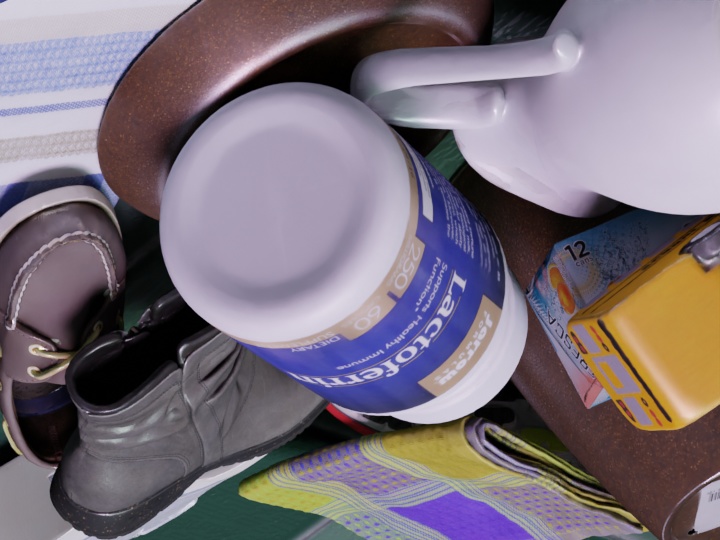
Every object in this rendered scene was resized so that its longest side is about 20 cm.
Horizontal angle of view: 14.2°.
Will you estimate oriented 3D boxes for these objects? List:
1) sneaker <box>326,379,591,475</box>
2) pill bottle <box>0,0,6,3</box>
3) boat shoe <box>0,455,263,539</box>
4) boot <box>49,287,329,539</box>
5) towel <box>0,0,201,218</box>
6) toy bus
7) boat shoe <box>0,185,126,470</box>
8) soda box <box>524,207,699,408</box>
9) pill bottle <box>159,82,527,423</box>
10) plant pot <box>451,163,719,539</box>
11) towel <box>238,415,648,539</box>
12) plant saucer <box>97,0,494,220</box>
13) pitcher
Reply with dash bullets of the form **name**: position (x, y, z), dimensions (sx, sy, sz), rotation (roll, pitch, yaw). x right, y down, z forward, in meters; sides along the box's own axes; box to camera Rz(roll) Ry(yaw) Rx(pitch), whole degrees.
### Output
- **sneaker**: position (0.064, 0.093, 1.554), dimensions (0.199, 0.077, 0.085), rotation (18, 139, -9)
- **pill bottle**: position (-0.195, -0.131, 1.068), dimensions (0.200, 0.111, 0.111), rotation (-25, 149, 1)
- **boat shoe**: position (-0.116, 0.099, 1.519), dimensions (0.200, 0.070, 0.072), rotation (-28, 166, 7)
- **boot**: position (-0.064, 0.041, 1.389), dimensions (0.200, 0.068, 0.131), rotation (-37, 161, -33)
- **towel**: position (-0.150, -0.080, 1.259), dimensions (0.147, 0.024, 0.200), rotation (-8, 147, -27)
- **toy bus**: position (0.192, -0.012, 1.282), dimensions (0.200, 0.065, 0.078), rotation (-37, -176, -13)
- **boat shoe**: position (-0.143, 0.029, 1.371), dimensions (0.072, 0.060, 0.200), rotation (-13, 154, -18)
- **soda box**: position (0.181, -0.008, 1.367), dimensions (0.200, 0.069, 0.064), rotation (-22, 164, -19)
- **pill bottle**: position (0.000, 0.000, 1.308), dimensions (0.116, 0.116, 0.200), rotation (-31, 154, 12)
- **plant pot**: position (0.155, 0.035, 1.461), dimensions (0.186, 0.200, 0.187), rotation (-16, 148, -11)
- **towel**: position (0.045, 0.121, 1.534), dimensions (0.143, 0.023, 0.200), rotation (27, 153, -34)
- **plant saucer**: position (-0.022, -0.075, 1.320), dimensions (0.200, 0.035, 0.200), rotation (-23, 152, -13)
- **pitcher**: position (0.106, -0.082, 1.236), dimensions (0.171, 0.122, 0.200), rotation (5, 170, -29)
